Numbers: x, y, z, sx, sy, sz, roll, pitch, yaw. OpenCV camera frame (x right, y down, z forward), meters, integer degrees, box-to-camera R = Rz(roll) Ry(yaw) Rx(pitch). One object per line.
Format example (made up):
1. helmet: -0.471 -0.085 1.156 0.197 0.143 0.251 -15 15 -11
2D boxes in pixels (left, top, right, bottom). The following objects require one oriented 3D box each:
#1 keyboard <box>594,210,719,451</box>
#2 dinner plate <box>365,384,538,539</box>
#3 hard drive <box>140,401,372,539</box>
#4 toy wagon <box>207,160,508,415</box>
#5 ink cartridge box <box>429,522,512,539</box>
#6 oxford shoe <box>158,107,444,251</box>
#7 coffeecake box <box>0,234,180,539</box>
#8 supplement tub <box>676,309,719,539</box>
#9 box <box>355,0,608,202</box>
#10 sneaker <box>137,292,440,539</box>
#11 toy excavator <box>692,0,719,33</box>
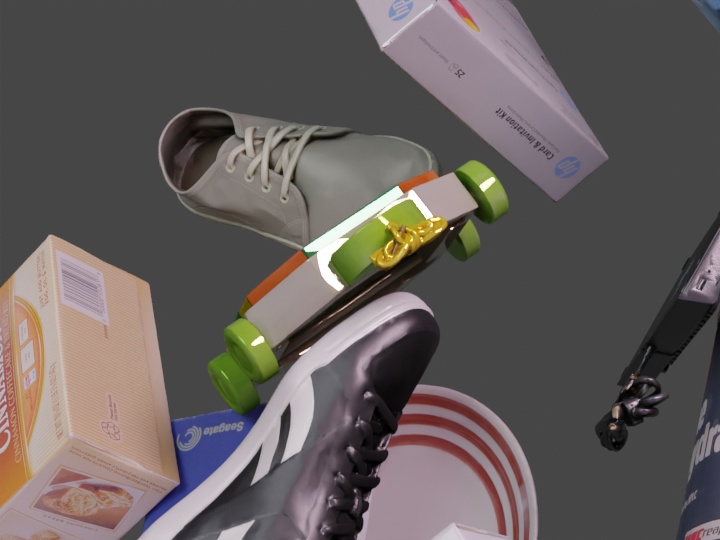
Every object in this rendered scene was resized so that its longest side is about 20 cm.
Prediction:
1. keyboard: 0.137 0.026 1.052 0.021 0.200 0.127 30 79 6
2. dinner plate: 0.005 0.149 1.174 0.200 0.024 0.200 -22 48 27
3. hard drive: -0.059 0.159 1.186 0.132 0.025 0.200 -13 54 34
4. toy wagon: 0.000 0.000 1.178 0.155 0.200 0.040 -35 82 -17
5. ink cartridge box: 0.016 0.225 1.031 0.200 0.084 0.145 -39 67 11
6. oxford shoe: -0.040 -0.053 1.333 0.200 0.058 0.075 11 66 42
7. coffeecake box: -0.193 0.106 1.300 0.200 0.073 0.154 -44 37 25
8. supplement tub: 0.205 0.074 0.972 0.140 0.140 0.200 -6 57 37
9. box: 0.040 -0.143 1.257 0.041 0.156 0.200 -40 43 14
10. sneaker: -0.009 0.114 1.122 0.200 0.073 0.112 -48 59 -3
11. toy excavator: 0.214 -0.124 1.151 0.194 0.100 0.200 -48 51 4
